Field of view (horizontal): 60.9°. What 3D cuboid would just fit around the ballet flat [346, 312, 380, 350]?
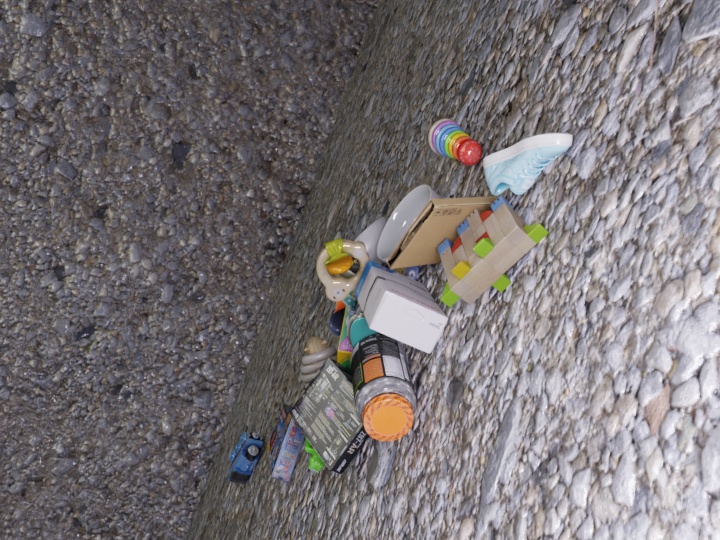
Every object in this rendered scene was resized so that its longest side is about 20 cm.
[{"bbox_3d":[0.014,0.150,1.316,0.075,0.072,0.203,-85,-18,-49],"label":"ballet flat"}]

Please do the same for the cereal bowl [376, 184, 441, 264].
[{"bbox_3d":[0.126,-0.088,1.390,0.201,0.082,0.202,-49,20,24],"label":"cereal bowl"}]

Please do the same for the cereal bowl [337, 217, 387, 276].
[{"bbox_3d":[0.025,-0.036,1.595,0.200,0.083,0.200,-46,-10,-10],"label":"cereal bowl"}]

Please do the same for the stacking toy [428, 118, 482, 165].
[{"bbox_3d":[0.218,-0.285,1.385,0.087,0.084,0.201,-63,20,15],"label":"stacking toy"}]

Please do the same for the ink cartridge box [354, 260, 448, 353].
[{"bbox_3d":[0.077,0.070,1.252,0.086,0.142,0.200,-64,16,12],"label":"ink cartridge box"}]

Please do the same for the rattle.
[{"bbox_3d":[-0.034,0.044,1.348,0.143,0.127,0.205,-126,39,-53],"label":"rattle"}]

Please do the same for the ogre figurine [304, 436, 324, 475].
[{"bbox_3d":[-0.082,0.397,1.449,0.200,0.098,0.121,-44,14,26],"label":"ogre figurine"}]

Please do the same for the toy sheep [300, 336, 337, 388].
[{"bbox_3d":[-0.094,0.271,1.603,0.205,0.135,0.137,69,157,3],"label":"toy sheep"}]

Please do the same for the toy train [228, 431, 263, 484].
[{"bbox_3d":[-0.422,0.686,2.253,0.202,0.085,0.116,-57,28,28],"label":"toy train"}]

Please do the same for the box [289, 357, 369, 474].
[{"bbox_3d":[-0.057,0.315,1.352,0.162,0.043,0.199,-54,43,2],"label":"box"}]

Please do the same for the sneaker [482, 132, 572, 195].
[{"bbox_3d":[0.288,-0.175,1.046,0.199,0.072,0.084,166,96,-66],"label":"sneaker"}]

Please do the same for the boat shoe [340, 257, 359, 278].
[{"bbox_3d":[0.001,0.001,1.463,0.198,0.074,0.064,25,71,33],"label":"boat shoe"}]

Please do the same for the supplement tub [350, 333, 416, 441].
[{"bbox_3d":[0.044,0.227,1.199,0.124,0.120,0.201,-60,17,23],"label":"supplement tub"}]

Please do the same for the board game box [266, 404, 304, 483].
[{"bbox_3d":[-0.212,0.489,1.831,0.204,0.060,0.200,-66,15,3],"label":"board game box"}]

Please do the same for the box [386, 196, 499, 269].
[{"bbox_3d":[0.157,-0.069,1.114,0.022,0.196,0.164,58,135,26],"label":"box"}]

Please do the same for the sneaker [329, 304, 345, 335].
[{"bbox_3d":[-0.051,0.142,1.715,0.200,0.073,0.084,-65,1,-69],"label":"sneaker"}]

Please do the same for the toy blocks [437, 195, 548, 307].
[{"bbox_3d":[0.207,-0.045,1.039,0.200,0.099,0.138,-46,27,24],"label":"toy blocks"}]

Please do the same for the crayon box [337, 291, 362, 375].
[{"bbox_3d":[-0.017,0.157,1.517,0.174,0.057,0.204,97,-177,-53],"label":"crayon box"}]

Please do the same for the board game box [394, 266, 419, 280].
[{"bbox_3d":[0.071,0.091,1.450,0.135,0.034,0.205,-22,48,70],"label":"board game box"}]
